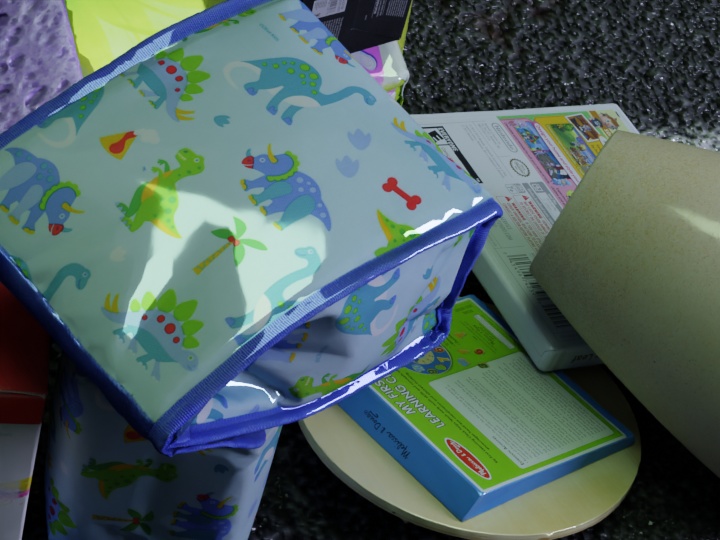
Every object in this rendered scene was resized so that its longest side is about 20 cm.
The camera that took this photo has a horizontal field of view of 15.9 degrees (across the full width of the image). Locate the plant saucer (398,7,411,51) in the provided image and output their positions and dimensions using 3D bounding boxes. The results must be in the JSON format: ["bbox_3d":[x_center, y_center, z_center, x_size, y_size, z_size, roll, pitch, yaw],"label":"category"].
[{"bbox_3d":[-0.065,-0.177,1.642,0.200,0.048,0.200,13,45,-3],"label":"plant saucer"}]

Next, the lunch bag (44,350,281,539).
[{"bbox_3d":[-0.091,0.033,1.340,0.127,0.170,0.200,9,48,-8],"label":"lunch bag"}]

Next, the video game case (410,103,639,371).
[{"bbox_3d":[0.132,-0.025,1.548,0.182,0.022,0.200,-6,48,-35],"label":"video game case"}]

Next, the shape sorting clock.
[{"bbox_3d":[0.058,0.081,1.431,0.200,0.039,0.200,13,34,-9],"label":"shape sorting clock"}]

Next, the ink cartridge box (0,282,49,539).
[{"bbox_3d":[-0.192,0.056,1.270,0.067,0.200,0.116,5,46,-12],"label":"ink cartridge box"}]

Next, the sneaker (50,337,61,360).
[{"bbox_3d":[-0.239,0.002,1.383,0.200,0.075,0.087,5,41,12],"label":"sneaker"}]

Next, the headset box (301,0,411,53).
[{"bbox_3d":[-0.035,-0.239,1.466,0.077,0.149,0.200,-16,70,-13],"label":"headset box"}]

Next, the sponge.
[{"bbox_3d":[-0.205,-0.078,1.454,0.111,0.030,0.200,-16,68,-2],"label":"sponge"}]

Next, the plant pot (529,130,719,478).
[{"bbox_3d":[0.201,0.013,1.415,0.200,0.187,0.187,33,46,5],"label":"plant pot"}]

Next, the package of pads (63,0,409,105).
[{"bbox_3d":[-0.083,-0.139,1.537,0.200,0.068,0.155,-14,72,-12],"label":"package of pads"}]

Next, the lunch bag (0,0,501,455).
[{"bbox_3d":[-0.068,-0.015,1.185,0.200,0.127,0.170,-27,62,-38],"label":"lunch bag"}]
